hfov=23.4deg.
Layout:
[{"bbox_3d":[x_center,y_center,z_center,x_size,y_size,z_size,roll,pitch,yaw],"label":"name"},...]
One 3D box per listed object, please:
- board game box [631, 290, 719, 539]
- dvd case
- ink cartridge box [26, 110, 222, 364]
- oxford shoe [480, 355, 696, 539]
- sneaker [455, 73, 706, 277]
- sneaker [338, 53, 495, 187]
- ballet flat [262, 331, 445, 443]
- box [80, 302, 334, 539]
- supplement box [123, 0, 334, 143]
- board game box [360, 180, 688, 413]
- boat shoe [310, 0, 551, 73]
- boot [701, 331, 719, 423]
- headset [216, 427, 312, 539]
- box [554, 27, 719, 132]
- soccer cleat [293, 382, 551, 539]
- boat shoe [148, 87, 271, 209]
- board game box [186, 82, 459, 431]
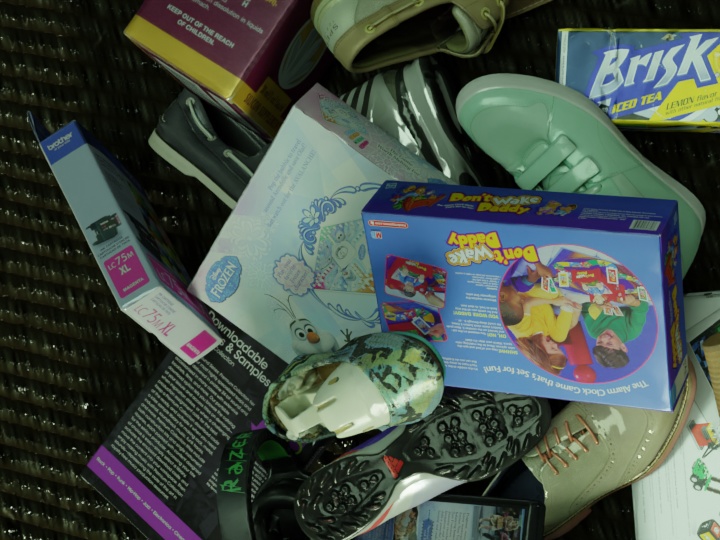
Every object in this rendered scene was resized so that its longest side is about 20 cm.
[{"bbox_3d":[0.251,0.115,1.214,0.126,0.035,0.200,-5,87,22],"label":"board game box"},{"bbox_3d":[0.054,0.229,1.231,0.200,0.018,0.143,-6,74,55],"label":"dvd case"},{"bbox_3d":[-0.180,-0.033,1.323,0.042,0.119,0.200,-35,61,3],"label":"ink cartridge box"},{"bbox_3d":[0.154,0.126,1.204,0.071,0.074,0.200,53,123,28],"label":"oxford shoe"},{"bbox_3d":[0.144,-0.048,1.177,0.200,0.118,0.074,33,133,-8],"label":"sneaker"},{"bbox_3d":[0.036,-0.047,1.281,0.115,0.076,0.201,-20,86,23],"label":"sneaker"},{"bbox_3d":[-0.011,0.088,1.184,0.200,0.074,0.074,-25,76,63],"label":"ballet flat"},{"bbox_3d":[-0.108,0.129,1.354,0.143,0.036,0.200,41,104,16],"label":"box"},{"bbox_3d":[-0.062,-0.212,1.276,0.103,0.131,0.200,33,89,17],"label":"supplement box"},{"bbox_3d":[0.108,0.016,1.137,0.200,0.045,0.135,6,123,24],"label":"board game box"},{"bbox_3d":[0.067,-0.183,1.237,0.200,0.074,0.066,-16,61,-10],"label":"boat shoe"},{"bbox_3d":[0.328,0.079,1.158,0.201,0.071,0.144,-24,99,-13],"label":"boot"},{"bbox_3d":[-0.068,0.208,1.276,0.094,0.124,0.200,-12,124,18],"label":"headset"},{"bbox_3d":[0.238,-0.131,1.210,0.200,0.064,0.070,3,90,21],"label":"box"},{"bbox_3d":[0.047,0.129,1.224,0.200,0.073,0.068,-31,84,18],"label":"soccer cleat"},{"bbox_3d":[-0.075,-0.076,1.327,0.200,0.073,0.063,34,104,23],"label":"boat shoe"},{"bbox_3d":[0.000,0.000,1.240,0.199,0.043,0.200,36,130,1],"label":"board game box"}]
